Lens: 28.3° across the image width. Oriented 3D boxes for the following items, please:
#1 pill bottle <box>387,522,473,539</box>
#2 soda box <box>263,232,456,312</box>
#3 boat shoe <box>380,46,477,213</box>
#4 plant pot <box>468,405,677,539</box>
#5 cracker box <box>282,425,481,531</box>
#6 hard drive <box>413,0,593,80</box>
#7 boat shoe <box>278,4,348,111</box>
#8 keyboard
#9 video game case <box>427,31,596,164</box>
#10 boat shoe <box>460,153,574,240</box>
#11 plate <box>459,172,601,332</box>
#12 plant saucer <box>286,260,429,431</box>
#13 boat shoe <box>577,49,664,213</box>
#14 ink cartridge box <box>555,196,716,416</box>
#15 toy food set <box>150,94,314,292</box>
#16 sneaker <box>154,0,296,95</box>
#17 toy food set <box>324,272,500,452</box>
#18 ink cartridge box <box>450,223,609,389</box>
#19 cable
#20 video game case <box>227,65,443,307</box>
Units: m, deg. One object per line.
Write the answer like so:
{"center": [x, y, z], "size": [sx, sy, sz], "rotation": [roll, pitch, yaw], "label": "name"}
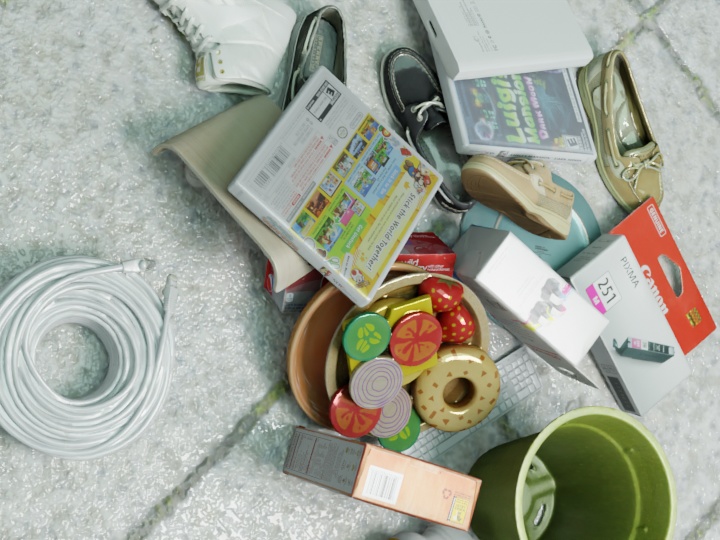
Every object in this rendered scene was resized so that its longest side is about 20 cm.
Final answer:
{"center": [0.035, 0.347, 1.507], "size": [0.199, 0.104, 0.105], "rotation": [-36, 99, -23], "label": "pill bottle"}
{"center": [0.000, 0.000, 1.540], "size": [0.198, 0.063, 0.071], "rotation": [0, 114, -25], "label": "soda box"}
{"center": [0.081, -0.159, 1.603], "size": [0.073, 0.060, 0.202], "rotation": [-20, 93, -8], "label": "boat shoe"}
{"center": [0.206, 0.249, 1.548], "size": [0.198, 0.190, 0.202], "rotation": [3, 84, -25], "label": "plant pot"}
{"center": [0.018, 0.211, 1.460], "size": [0.133, 0.200, 0.058], "rotation": [20, 82, -21], "label": "cracker box"}
{"center": [0.162, -0.286, 1.638], "size": [0.198, 0.026, 0.133], "rotation": [-11, 68, -33], "label": "hard drive"}
{"center": [-0.050, -0.188, 1.549], "size": [0.070, 0.064, 0.202], "rotation": [6, 82, -23], "label": "boat shoe"}
{"center": [0.123, 0.157, 1.619], "size": [0.199, 0.011, 0.057], "rotation": [-30, 97, -24], "label": "keyboard"}
{"center": [0.170, -0.216, 1.632], "size": [0.180, 0.023, 0.202], "rotation": [2, 62, -27], "label": "video game case"}
{"center": [0.176, -0.094, 1.581], "size": [0.200, 0.071, 0.065], "rotation": [29, 77, -53], "label": "boat shoe"}
{"center": [0.207, -0.023, 1.670], "size": [0.198, 0.026, 0.203], "rotation": [3, 83, -25], "label": "plate"}
{"center": [0.011, 0.079, 1.523], "size": [0.198, 0.037, 0.202], "rotation": [-11, 117, -21], "label": "plant saucer"}
{"center": [0.322, -0.164, 1.716], "size": [0.073, 0.063, 0.203], "rotation": [-17, 91, -25], "label": "boat shoe"}
{"center": [0.340, 0.041, 1.693], "size": [0.173, 0.043, 0.201], "rotation": [-36, 108, -19], "label": "ink cartridge box"}
{"center": [-0.103, -0.083, 1.478], "size": [0.200, 0.061, 0.143], "rotation": [48, 49, 11], "label": "toy food set"}
{"center": [-0.168, -0.253, 1.499], "size": [0.198, 0.074, 0.117], "rotation": [20, 73, -22], "label": "sneaker"}
{"center": [0.052, 0.098, 1.501], "size": [0.196, 0.049, 0.202], "rotation": [-18, 120, -16], "label": "toy food set"}
{"center": [0.194, 0.039, 1.583], "size": [0.200, 0.115, 0.068], "rotation": [41, 84, -18], "label": "ink cartridge box"}
{"center": [-0.282, 0.086, 1.412], "size": [0.198, 0.069, 0.202], "rotation": [3, 83, -23], "label": "cable"}
{"center": [-0.021, -0.089, 1.466], "size": [0.182, 0.023, 0.201], "rotation": [41, 50, -11], "label": "video game case"}
